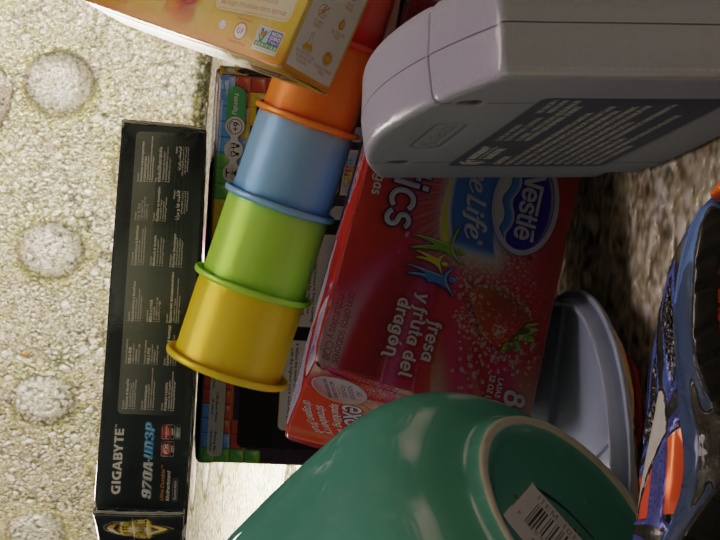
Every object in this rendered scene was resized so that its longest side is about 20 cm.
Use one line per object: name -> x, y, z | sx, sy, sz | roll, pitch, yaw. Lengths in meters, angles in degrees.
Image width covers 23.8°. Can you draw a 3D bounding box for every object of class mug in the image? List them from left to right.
mug -> 0.049, 0.123, 0.590 | 0.114, 0.184, 0.153 | -46, 40, 29

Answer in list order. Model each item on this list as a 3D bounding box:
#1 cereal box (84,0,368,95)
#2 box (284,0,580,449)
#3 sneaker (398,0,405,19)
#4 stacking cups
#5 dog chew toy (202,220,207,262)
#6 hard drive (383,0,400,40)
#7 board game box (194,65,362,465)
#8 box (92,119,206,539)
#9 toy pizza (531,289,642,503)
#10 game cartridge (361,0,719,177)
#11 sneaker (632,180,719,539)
cereal box -> -0.032, -0.191, 0.761 | 0.143, 0.039, 0.201 | 22, 89, 42
box -> 0.039, -0.017, 0.764 | 0.100, 0.095, 0.201 | 114, 172, -64
sneaker -> 0.031, -0.187, 0.969 | 0.098, 0.070, 0.201 | -52, -15, -36
stacking cups -> -0.030, -0.048, 0.773 | 0.061, 0.060, 0.202 | -128, 57, -75
dog chew toy -> -0.071, -0.028, 1.469 | 0.200, 0.123, 0.126 | -93, 8, -78
hard drive -> -0.044, -0.205, 0.854 | 0.200, 0.025, 0.133 | 34, 122, 42
board game box -> 0.000, 0.000, 0.892 | 0.057, 0.164, 0.202 | -127, 41, -78
box -> -0.108, 0.046, 0.887 | 0.159, 0.046, 0.202 | 109, 163, -70
toy pizza -> 0.089, 0.109, 0.732 | 0.200, 0.031, 0.202 | -173, 90, -80
game cartridge -> 0.070, -0.064, 0.614 | 0.200, 0.132, 0.042 | 152, 121, -78
sneaker -> 0.117, 0.069, 0.521 | 0.078, 0.075, 0.202 | 122, 159, -87
